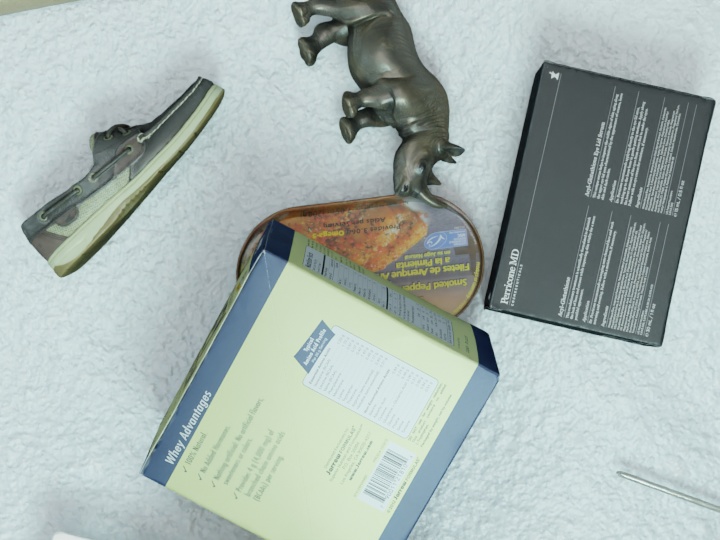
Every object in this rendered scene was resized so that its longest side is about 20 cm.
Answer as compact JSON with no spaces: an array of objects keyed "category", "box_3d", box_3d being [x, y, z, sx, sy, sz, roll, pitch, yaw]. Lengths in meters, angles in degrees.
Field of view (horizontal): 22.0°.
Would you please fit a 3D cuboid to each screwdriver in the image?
[{"category":"screwdriver","box_3d":[0.300,0.197,1.483,0.200,0.029,0.028,21,88,-5]}]

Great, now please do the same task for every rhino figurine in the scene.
[{"category":"rhino figurine","box_3d":[0.024,-0.139,1.479,0.087,0.060,0.200,-25,82,-16]}]

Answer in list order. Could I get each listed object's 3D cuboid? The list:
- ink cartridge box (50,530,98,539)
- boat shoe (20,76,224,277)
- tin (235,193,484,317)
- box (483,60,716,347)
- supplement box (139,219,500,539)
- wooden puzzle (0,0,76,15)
[{"category":"ink cartridge box","box_3d":[-0.209,0.311,1.467,0.117,0.067,0.201,14,89,1]},{"category":"boat shoe","box_3d":[-0.192,-0.085,1.482,0.066,0.072,0.201,42,93,-3]},{"category":"tin","box_3d":[0.000,0.000,1.494,0.199,0.042,0.112,-6,84,1]},{"category":"box","box_3d":[0.188,-0.051,1.474,0.141,0.079,0.201,13,88,-2]},{"category":"supplement box","box_3d":[-0.030,0.101,1.414,0.199,0.134,0.200,28,99,-5]},{"category":"wooden puzzle","box_3d":[-0.265,-0.317,1.512,0.184,0.037,0.201,-11,92,0]}]
